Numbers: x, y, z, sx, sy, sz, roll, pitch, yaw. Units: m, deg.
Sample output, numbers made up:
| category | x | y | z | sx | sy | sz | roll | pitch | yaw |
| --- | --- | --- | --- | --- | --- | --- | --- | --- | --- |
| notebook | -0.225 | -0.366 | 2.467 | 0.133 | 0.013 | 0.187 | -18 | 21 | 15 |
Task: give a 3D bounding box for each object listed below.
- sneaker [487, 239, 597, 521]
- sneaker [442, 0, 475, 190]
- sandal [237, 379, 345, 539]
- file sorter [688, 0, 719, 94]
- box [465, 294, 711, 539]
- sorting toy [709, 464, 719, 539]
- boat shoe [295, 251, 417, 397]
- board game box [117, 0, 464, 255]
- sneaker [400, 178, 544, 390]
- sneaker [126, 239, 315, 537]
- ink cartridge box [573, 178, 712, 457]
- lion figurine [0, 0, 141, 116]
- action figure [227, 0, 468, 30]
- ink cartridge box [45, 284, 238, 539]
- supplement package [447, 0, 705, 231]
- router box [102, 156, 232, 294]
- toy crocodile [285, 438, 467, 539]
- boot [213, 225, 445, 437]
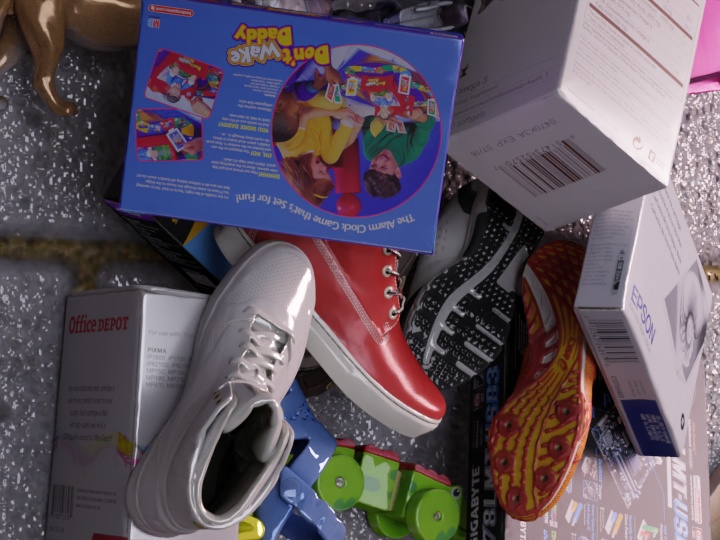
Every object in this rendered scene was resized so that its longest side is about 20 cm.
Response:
| category | x | y | z | sx | sy | sz | roll | pitch | yaw |
| --- | --- | --- | --- | --- | --- | --- | --- | --- | --- |
| sneaker | 0.140 | 0.080 | 1.530 | 0.077 | 0.072 | 0.202 | 44 | 56 | -56 |
| sneaker | 0.031 | -0.110 | 1.532 | 0.077 | 0.086 | 0.202 | 15 | 64 | 0 |
| sandal | -0.056 | 0.115 | 1.454 | 0.086 | 0.079 | 0.202 | 1 | 79 | -15 |
| file sorter | 0.335 | -0.220 | 1.704 | 0.198 | 0.125 | 0.140 | -9 | 91 | -28 |
| box | 0.169 | 0.136 | 1.602 | 0.197 | 0.050 | 0.202 | 18 | 61 | -32 |
| sorting toy | 0.328 | 0.260 | 1.707 | 0.200 | 0.069 | 0.199 | 47 | 68 | -18 |
| boat shoe | 0.000 | 0.000 | 1.554 | 0.201 | 0.071 | 0.060 | -59 | 154 | -29 |
| board game box | -0.043 | -0.092 | 1.363 | 0.198 | 0.045 | 0.136 | 8 | 100 | 0 |
| sneaker | 0.070 | 0.010 | 1.563 | 0.074 | 0.080 | 0.201 | 44 | 55 | -19 |
| sneaker | -0.062 | 0.070 | 1.322 | 0.073 | 0.115 | 0.201 | 30 | 72 | -21 |
| ink cartridge box | 0.208 | -0.002 | 1.567 | 0.200 | 0.040 | 0.201 | 60 | 37 | -50 |
| lion figurine | -0.173 | -0.169 | 1.460 | 0.199 | 0.072 | 0.124 | -10 | 106 | -35 |
| action figure | -0.022 | -0.172 | 1.431 | 0.199 | 0.069 | 0.131 | -19 | 112 | -30 |
| ink cartridge box | -0.139 | 0.116 | 1.425 | 0.085 | 0.147 | 0.202 | 8 | 85 | -27 |
| supplement package | 0.148 | -0.151 | 1.495 | 0.117 | 0.116 | 0.201 | 35 | 53 | -29 |
| router box | -0.074 | -0.089 | 1.490 | 0.149 | 0.051 | 0.201 | 45 | 66 | -47 |
| toy crocodile | 0.010 | 0.149 | 1.546 | 0.199 | 0.067 | 0.062 | 22 | 77 | -25 |
| boot | 0.021 | 0.002 | 1.435 | 0.144 | 0.072 | 0.200 | -39 | 105 | 9 |
